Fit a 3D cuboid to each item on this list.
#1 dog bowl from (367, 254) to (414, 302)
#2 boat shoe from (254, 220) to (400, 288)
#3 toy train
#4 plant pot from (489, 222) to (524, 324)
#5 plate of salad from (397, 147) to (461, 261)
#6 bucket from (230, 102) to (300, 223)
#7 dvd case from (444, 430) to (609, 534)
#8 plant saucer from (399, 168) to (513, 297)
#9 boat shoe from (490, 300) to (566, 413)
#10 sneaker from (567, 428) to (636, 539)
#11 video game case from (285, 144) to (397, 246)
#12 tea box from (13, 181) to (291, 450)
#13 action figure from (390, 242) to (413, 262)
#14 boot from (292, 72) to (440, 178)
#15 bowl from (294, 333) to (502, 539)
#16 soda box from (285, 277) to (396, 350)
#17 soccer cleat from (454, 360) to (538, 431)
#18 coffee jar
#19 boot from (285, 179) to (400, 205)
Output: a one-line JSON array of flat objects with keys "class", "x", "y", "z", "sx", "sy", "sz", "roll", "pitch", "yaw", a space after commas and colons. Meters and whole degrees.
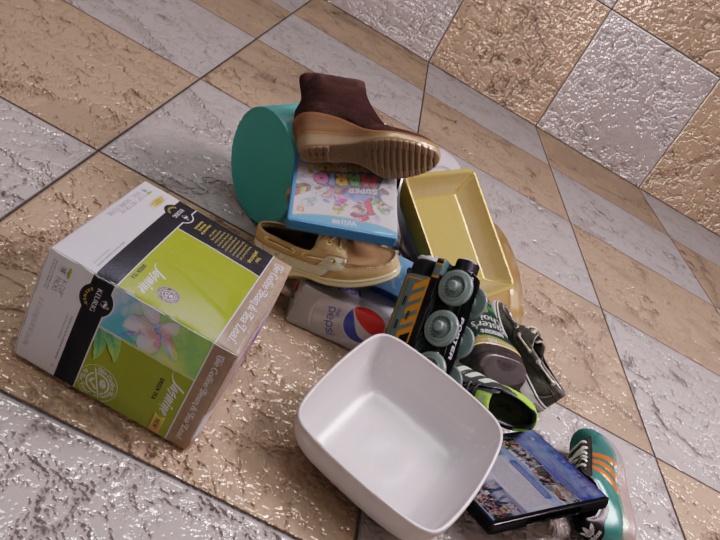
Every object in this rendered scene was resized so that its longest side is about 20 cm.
[{"class": "dog bowl", "x": 0.000, "y": 0.000, "z": 1.082, "sx": 0.198, "sy": 0.050, "sz": 0.111, "roll": 18, "pitch": -12, "yaw": 27}, {"class": "boat shoe", "x": -0.046, "y": -0.026, "z": 0.983, "sx": 0.197, "sy": 0.067, "sz": 0.074, "roll": 4, "pitch": 31, "yaw": 6}, {"class": "toy train", "x": 0.083, "y": 0.074, "z": 0.958, "sx": 0.113, "sy": 0.202, "sz": 0.085, "roll": 13, "pitch": -13, "yaw": 32}, {"class": "plant pot", "x": 0.234, "y": 0.013, "z": 1.329, "sx": 0.199, "sy": 0.027, "sz": 0.203, "roll": 33, "pitch": 50, "yaw": -49}, {"class": "plate of salad", "x": 0.115, "y": -0.096, "z": 1.221, "sx": 0.048, "sy": 0.203, "sz": 0.199, "roll": -1, "pitch": -2, "yaw": 43}, {"class": "bucket", "x": -0.100, "y": -0.163, "z": 1.180, "sx": 0.134, "sy": 0.209, "sz": 0.208, "roll": -10, "pitch": 47, "yaw": -40}, {"class": "dvd case", "x": 0.183, "y": 0.247, "z": 0.911, "sx": 0.198, "sy": 0.018, "sz": 0.143, "roll": 2, "pitch": 25, "yaw": -35}, {"class": "plant saucer", "x": 0.137, "y": -0.047, "z": 1.140, "sx": 0.199, "sy": 0.048, "sz": 0.203, "roll": -13, "pitch": 83, "yaw": -50}, {"class": "boat shoe", "x": 0.259, "y": 0.122, "z": 1.185, "sx": 0.070, "sy": 0.063, "sz": 0.202, "roll": 32, "pitch": 29, "yaw": -49}, {"class": "sneaker", "x": 0.299, "y": 0.273, "z": 0.997, "sx": 0.079, "sy": 0.072, "sz": 0.201, "roll": 30, "pitch": 27, "yaw": -14}, {"class": "video game case", "x": -0.021, "y": -0.118, "z": 1.017, "sx": 0.141, "sy": 0.018, "sz": 0.202, "roll": 10, "pitch": 45, "yaw": -8}, {"class": "tea box", "x": -0.201, "y": 0.037, "z": 0.783, "sx": 0.195, "sy": 0.134, "sz": 0.200, "roll": 30, "pitch": 26, "yaw": -2}, {"class": "action figure", "x": 0.130, "y": -0.024, "z": 1.344, "sx": 0.132, "sy": 0.150, "sz": 0.201, "roll": -5, "pitch": 37, "yaw": 18}, {"class": "boot", "x": 0.008, "y": -0.209, "z": 1.036, "sx": 0.197, "sy": 0.073, "sz": 0.168, "roll": 5, "pitch": 49, "yaw": -6}, {"class": "bowl", "x": 0.038, "y": 0.185, "z": 0.824, "sx": 0.199, "sy": 0.075, "sz": 0.199, "roll": 37, "pitch": 41, "yaw": 14}, {"class": "soda box", "x": 0.001, "y": 0.067, "z": 1.037, "sx": 0.198, "sy": 0.064, "sz": 0.069, "roll": 26, "pitch": 27, "yaw": -12}, {"class": "soccer cleat", "x": 0.138, "y": 0.157, "z": 0.987, "sx": 0.197, "sy": 0.068, "sz": 0.081, "roll": 20, "pitch": -6, "yaw": 1}, {"class": "coffee jar", "x": 0.168, "y": 0.103, "z": 1.134, "sx": 0.103, "sy": 0.086, "sz": 0.201, "roll": 19, "pitch": 29, "yaw": -27}, {"class": "boot", "x": -0.016, "y": -0.126, "z": 1.104, "sx": 0.072, "sy": 0.168, "sz": 0.199, "roll": 5, "pitch": -22, "yaw": 42}]
